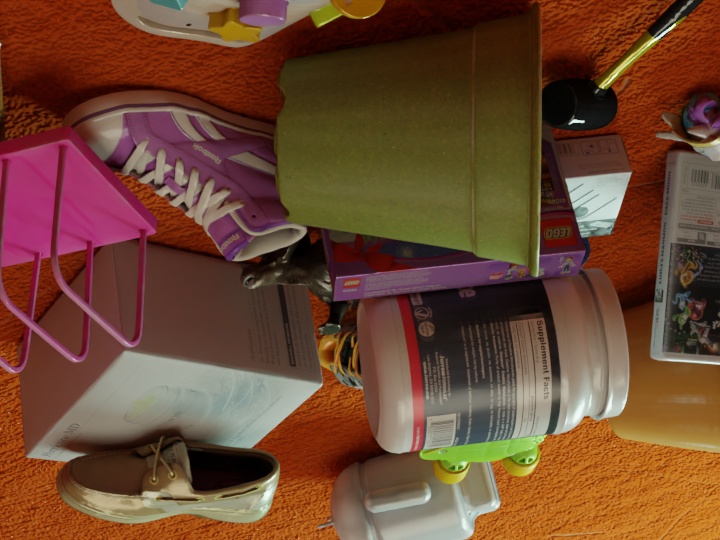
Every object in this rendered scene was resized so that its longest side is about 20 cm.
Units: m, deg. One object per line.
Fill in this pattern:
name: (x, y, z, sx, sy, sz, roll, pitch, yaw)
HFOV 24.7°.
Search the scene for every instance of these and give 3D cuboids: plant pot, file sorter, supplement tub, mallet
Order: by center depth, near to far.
file sorter: (-0.272, 0.001, 1.210, 0.200, 0.125, 0.139, -11, 148, 17)
plant pot: (0.037, -0.097, 1.212, 0.190, 0.200, 0.200, 1, 149, 5)
mallet: (0.224, -0.175, 1.262, 0.200, 0.041, 0.066, -41, 158, 26)
supplement tub: (0.104, 0.069, 1.338, 0.200, 0.140, 0.140, -6, 149, -7)
plant pot: (0.338, 0.097, 1.613, 0.183, 0.200, 0.200, -7, 153, 24)

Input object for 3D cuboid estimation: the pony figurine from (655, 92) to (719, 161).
pony figurine: (0.363, -0.082, 1.348, 0.200, 0.167, 0.193, 40, 150, -29)

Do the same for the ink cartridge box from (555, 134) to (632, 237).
ink cartridge box: (0.123, -0.063, 1.402, 0.200, 0.044, 0.094, -6, 147, -8)

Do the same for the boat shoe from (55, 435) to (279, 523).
boat shoe: (-0.166, 0.178, 1.453, 0.200, 0.074, 0.066, 4, 133, -27)

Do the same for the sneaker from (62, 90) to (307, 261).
sneaker: (-0.126, -0.067, 1.249, 0.200, 0.114, 0.073, 9, 145, -28)

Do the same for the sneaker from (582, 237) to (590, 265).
sneaker: (0.122, 0.033, 1.474, 0.200, 0.070, 0.078, -32, 166, -24)

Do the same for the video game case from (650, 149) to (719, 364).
video game case: (0.349, -0.005, 1.458, 0.200, 0.182, 0.023, 6, 179, -26)

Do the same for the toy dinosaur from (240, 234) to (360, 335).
toy dinosaur: (0.000, 0.000, 1.428, 0.200, 0.102, 0.077, -2, 148, -27)

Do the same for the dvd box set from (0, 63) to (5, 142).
dvd box set: (-0.331, -0.107, 1.195, 0.146, 0.029, 0.200, -4, 148, -11)

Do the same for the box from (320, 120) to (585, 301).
box: (0.066, -0.052, 1.312, 0.200, 0.137, 0.039, -6, 148, -8)

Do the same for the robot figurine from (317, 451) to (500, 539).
robot figurine: (0.052, 0.257, 1.836, 0.200, 0.113, 0.170, -16, 163, 7)

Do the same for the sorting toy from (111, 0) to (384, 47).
sorting toy: (-0.081, -0.195, 1.096, 0.200, 0.107, 0.180, 5, 164, -25)

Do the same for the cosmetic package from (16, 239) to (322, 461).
cosmetic package: (-0.174, 0.085, 1.475, 0.200, 0.123, 0.199, 13, 142, -32)

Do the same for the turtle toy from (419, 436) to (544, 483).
turtle toy: (0.108, 0.144, 1.680, 0.200, 0.101, 0.146, -4, 148, -10)

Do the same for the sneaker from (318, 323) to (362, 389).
sneaker: (0.011, 0.081, 1.526, 0.077, 0.078, 0.200, 9, 172, -10)
